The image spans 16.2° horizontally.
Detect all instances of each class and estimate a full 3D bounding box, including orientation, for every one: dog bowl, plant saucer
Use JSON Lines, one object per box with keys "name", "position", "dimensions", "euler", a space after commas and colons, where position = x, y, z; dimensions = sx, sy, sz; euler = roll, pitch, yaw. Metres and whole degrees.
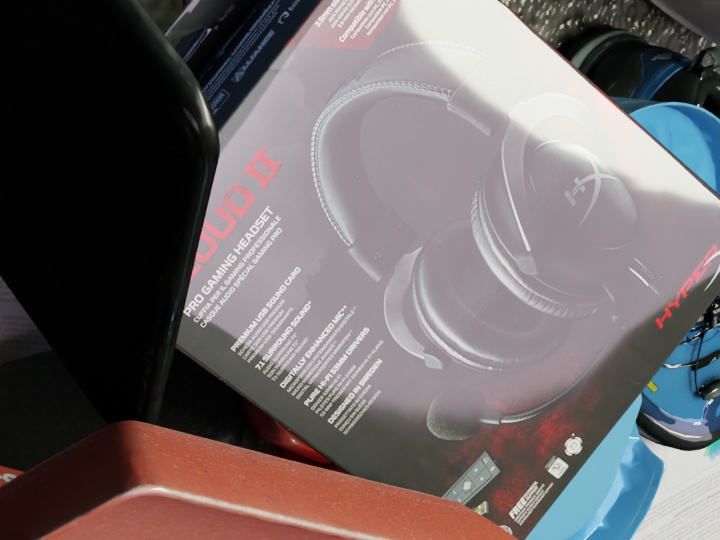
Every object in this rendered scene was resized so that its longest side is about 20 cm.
{"name": "dog bowl", "position": [0.075, 0.026, 0.950], "dimensions": [0.111, 0.050, 0.201], "euler": [8, 105, -43]}
{"name": "plant saucer", "position": [-0.070, 0.105, 0.784], "dimensions": [0.199, 0.037, 0.200], "euler": [-30, 149, 31]}

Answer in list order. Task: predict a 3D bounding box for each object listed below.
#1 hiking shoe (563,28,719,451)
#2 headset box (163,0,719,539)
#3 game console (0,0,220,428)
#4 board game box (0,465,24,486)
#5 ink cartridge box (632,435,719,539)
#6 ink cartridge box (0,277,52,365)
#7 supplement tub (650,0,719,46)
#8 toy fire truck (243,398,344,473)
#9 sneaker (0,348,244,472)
{"name": "hiking shoe", "position": [0.134, -0.003, 1.089], "dimensions": [0.074, 0.087, 0.201], "euler": [-30, 118, -26]}
{"name": "headset box", "position": [0.008, -0.019, 0.821], "dimensions": [0.200, 0.077, 0.149], "euler": [39, 90, -28]}
{"name": "game console", "position": [-0.070, -0.081, 0.683], "dimensions": [0.200, 0.116, 0.176], "euler": [112, 1, -62]}
{"name": "board game box", "position": [-0.188, 0.124, 0.835], "dimensions": [0.103, 0.019, 0.200], "euler": [18, 128, -26]}
{"name": "ink cartridge box", "position": [0.130, 0.135, 1.210], "dimensions": [0.119, 0.042, 0.201], "euler": [-25, 123, -31]}
{"name": "ink cartridge box", "position": [-0.157, 0.008, 0.866], "dimensions": [0.162, 0.057, 0.200], "euler": [5, 138, -44]}
{"name": "supplement tub", "position": [0.205, -0.183, 1.041], "dimensions": [0.140, 0.140, 0.201], "euler": [30, 89, -47]}
{"name": "toy fire truck", "position": [0.000, 0.000, 0.978], "dimensions": [0.200, 0.128, 0.177], "euler": [28, 91, -57]}
{"name": "sneaker", "position": [-0.124, 0.095, 0.885], "dimensions": [0.201, 0.067, 0.108], "euler": [-20, 142, 4]}
